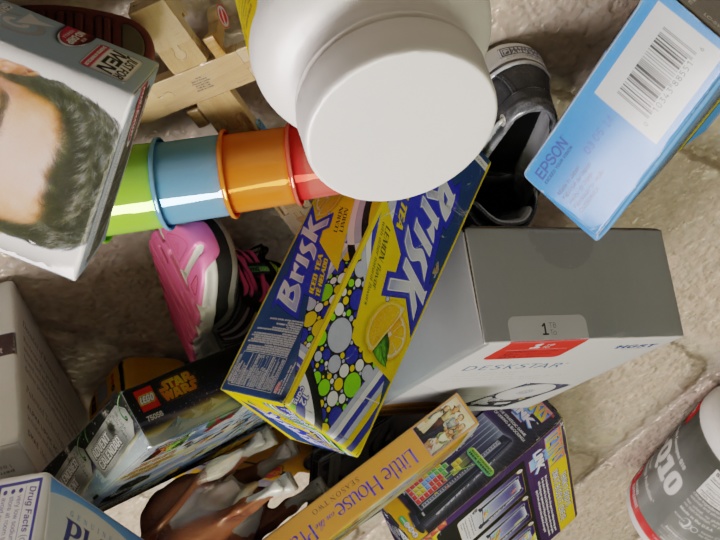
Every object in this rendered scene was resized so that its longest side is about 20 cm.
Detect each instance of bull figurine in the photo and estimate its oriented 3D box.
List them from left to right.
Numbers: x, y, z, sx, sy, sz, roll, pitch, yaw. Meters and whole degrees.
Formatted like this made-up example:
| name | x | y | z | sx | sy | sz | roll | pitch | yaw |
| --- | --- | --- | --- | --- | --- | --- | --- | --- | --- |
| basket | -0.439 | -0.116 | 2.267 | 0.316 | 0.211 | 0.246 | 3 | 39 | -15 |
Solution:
| name | x | y | z | sx | sy | sz | roll | pitch | yaw |
| --- | --- | --- | --- | --- | --- | --- | --- | --- | --- |
| bull figurine | -0.091 | 0.166 | 0.871 | 0.121 | 0.066 | 0.200 | -35 | 170 | 1 |

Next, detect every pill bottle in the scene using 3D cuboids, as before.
| name | x | y | z | sx | sy | sz | roll | pitch | yaw |
| --- | --- | --- | --- | --- | --- | --- | --- | --- | --- |
| pill bottle | -0.004 | -0.134 | 0.579 | 0.110 | 0.202 | 0.113 | -10 | 142 | -8 |
| pill bottle | 0.340 | 0.177 | 1.149 | 0.112 | 0.115 | 0.201 | 5 | 136 | -25 |

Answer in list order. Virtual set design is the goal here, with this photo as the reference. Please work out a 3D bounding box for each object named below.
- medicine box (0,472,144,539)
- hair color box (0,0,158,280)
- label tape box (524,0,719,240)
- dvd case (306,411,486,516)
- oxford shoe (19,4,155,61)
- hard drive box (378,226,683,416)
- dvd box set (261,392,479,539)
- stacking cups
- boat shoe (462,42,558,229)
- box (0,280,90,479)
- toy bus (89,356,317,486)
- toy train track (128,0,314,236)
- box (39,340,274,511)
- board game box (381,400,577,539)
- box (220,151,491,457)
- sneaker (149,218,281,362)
| name | x | y | z | sx | sy | sz | roll | pitch | yaw |
| --- | --- | --- | --- | --- | --- | --- | --- | --- | --- |
| medicine box | -0.219 | 0.216 | 0.752 | 0.197 | 0.104 | 0.183 | -12 | 144 | 22 |
| hair color box | -0.207 | -0.084 | 0.595 | 0.197 | 0.061 | 0.100 | 21 | 111 | -5 |
| label tape box | 0.194 | -0.123 | 0.756 | 0.200 | 0.063 | 0.145 | -38 | 165 | -49 |
| dvd case | 0.039 | 0.139 | 1.006 | 0.198 | 0.016 | 0.150 | -29 | 148 | -26 |
| oxford shoe | -0.199 | -0.088 | 0.677 | 0.196 | 0.071 | 0.075 | -9 | 146 | 8 |
| hard drive box | 0.097 | 0.039 | 0.865 | 0.153 | 0.078 | 0.200 | -1 | 161 | -24 |
| dvd box set | -0.009 | 0.169 | 0.893 | 0.199 | 0.030 | 0.147 | -35 | 169 | -14 |
| stacking cups | -0.093 | -0.049 | 0.714 | 0.196 | 0.061 | 0.061 | -6 | 142 | 4 |
| boat shoe | 0.086 | -0.050 | 0.820 | 0.070 | 0.069 | 0.202 | -2 | 139 | -18 |
| box | -0.295 | 0.138 | 0.854 | 0.196 | 0.132 | 0.201 | -15 | 141 | -2 |
| toy bus | -0.101 | 0.123 | 0.960 | 0.198 | 0.066 | 0.078 | 17 | 132 | -35 |
| toy train track | -0.070 | -0.090 | 0.733 | 0.113 | 0.033 | 0.201 | -17 | 136 | 19 |
| box | -0.095 | 0.089 | 0.790 | 0.199 | 0.040 | 0.137 | -21 | 164 | -47 |
| board game box | 0.109 | 0.209 | 1.098 | 0.165 | 0.057 | 0.201 | -38 | 146 | -14 |
| box | 0.000 | 0.000 | 0.734 | 0.064 | 0.202 | 0.070 | 7 | 154 | 47 |
| sneaker | -0.082 | 0.010 | 0.817 | 0.086 | 0.074 | 0.201 | -24 | 158 | -13 |
